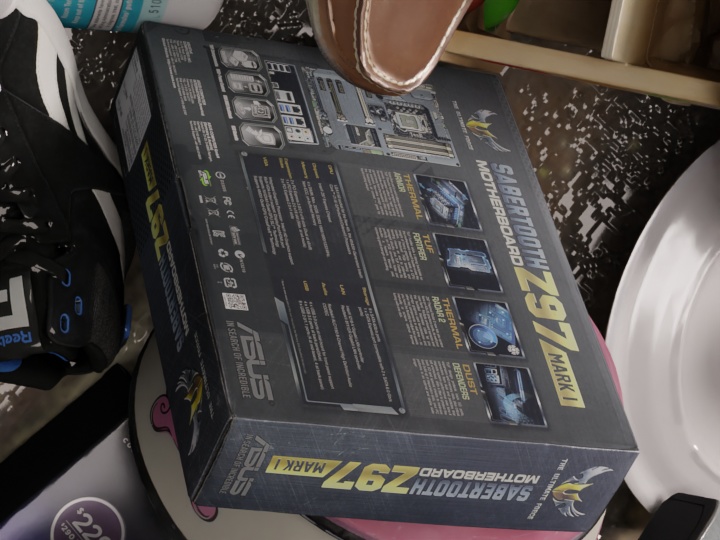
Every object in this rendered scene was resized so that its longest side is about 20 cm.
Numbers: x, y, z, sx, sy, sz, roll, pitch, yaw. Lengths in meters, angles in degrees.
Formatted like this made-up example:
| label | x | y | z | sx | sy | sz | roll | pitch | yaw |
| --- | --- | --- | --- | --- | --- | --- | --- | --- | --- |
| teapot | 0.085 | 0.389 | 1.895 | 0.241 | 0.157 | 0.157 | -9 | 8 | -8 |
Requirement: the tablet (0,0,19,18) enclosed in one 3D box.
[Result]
| label | x | y | z | sx | sy | sz | roll | pitch | yaw |
| --- | --- | --- | --- | --- | --- | --- | --- | --- | --- |
| tablet | -0.200 | -0.158 | 0.769 | 0.198 | 0.014 | 0.131 | 7 | 87 | 16 |

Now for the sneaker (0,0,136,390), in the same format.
| label | x | y | z | sx | sy | sz | roll | pitch | yaw |
| --- | --- | --- | --- | --- | --- | --- | --- | --- | --- |
| sneaker | -0.133 | -0.029 | 0.822 | 0.072 | 0.113 | 0.200 | -14 | 144 | 16 |

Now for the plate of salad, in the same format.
| label | x | y | z | sx | sy | sz | roll | pitch | yaw |
| --- | --- | --- | --- | --- | --- | --- | --- | --- | --- |
| plate of salad | 0.179 | 0.022 | 0.989 | 0.199 | 0.048 | 0.202 | -12 | 113 | -30 |

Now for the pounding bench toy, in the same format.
| label | x | y | z | sx | sy | sz | roll | pitch | yaw |
| --- | --- | --- | --- | --- | --- | --- | --- | --- | --- |
| pounding bench toy | 0.109 | -0.134 | 0.917 | 0.155 | 0.200 | 0.125 | 12 | 95 | 16 |

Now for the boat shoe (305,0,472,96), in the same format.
| label | x | y | z | sx | sy | sz | roll | pitch | yaw |
| --- | --- | --- | --- | --- | --- | --- | --- | --- | --- |
| boat shoe | 0.040 | -0.155 | 0.783 | 0.075 | 0.072 | 0.202 | 12 | 100 | -43 |

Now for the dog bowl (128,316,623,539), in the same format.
| label | x | y | z | sx | sy | sz | roll | pitch | yaw |
| --- | --- | --- | --- | --- | --- | --- | --- | --- | --- |
| dog bowl | 0.014 | 0.052 | 0.874 | 0.198 | 0.201 | 0.074 | 14 | 133 | -17 |

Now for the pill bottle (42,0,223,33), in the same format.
| label | x | y | z | sx | sy | sz | roll | pitch | yaw |
| --- | --- | --- | --- | --- | --- | --- | --- | --- | --- |
| pill bottle | -0.149 | -0.149 | 0.844 | 0.198 | 0.111 | 0.112 | 2 | 99 | -16 |

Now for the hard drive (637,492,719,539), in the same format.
| label | x | y | z | sx | sy | sz | roll | pitch | yaw |
| --- | --- | --- | --- | --- | --- | --- | --- | --- | --- |
| hard drive | 0.154 | 0.215 | 0.979 | 0.140 | 0.033 | 0.201 | -52 | 126 | -26 |

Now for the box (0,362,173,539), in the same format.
| label | x | y | z | sx | sy | sz | roll | pitch | yaw |
| --- | --- | --- | --- | --- | --- | --- | --- | --- | --- |
| box | -0.086 | 0.163 | 0.932 | 0.141 | 0.079 | 0.200 | -41 | 107 | -8 |

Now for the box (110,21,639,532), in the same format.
| label | x | y | z | sx | sy | sz | roll | pitch | yaw |
| --- | --- | --- | --- | --- | --- | --- | --- | --- | --- |
| box | 0.000 | 0.000 | 0.824 | 0.156 | 0.201 | 0.051 | 5 | 135 | -24 |
